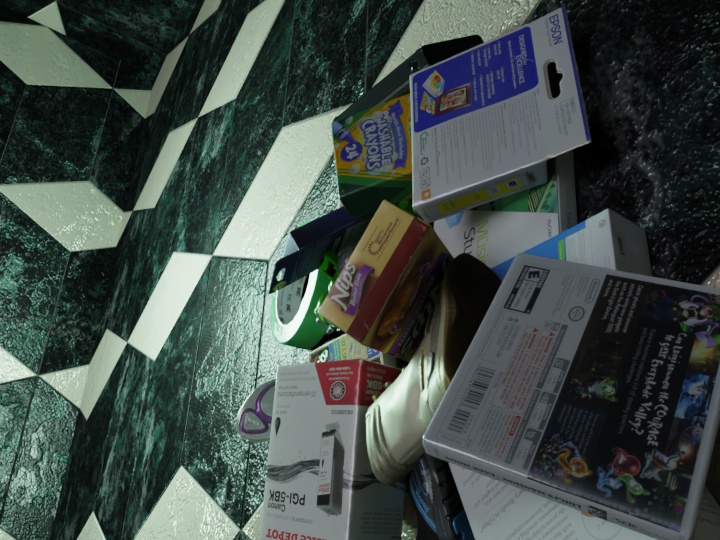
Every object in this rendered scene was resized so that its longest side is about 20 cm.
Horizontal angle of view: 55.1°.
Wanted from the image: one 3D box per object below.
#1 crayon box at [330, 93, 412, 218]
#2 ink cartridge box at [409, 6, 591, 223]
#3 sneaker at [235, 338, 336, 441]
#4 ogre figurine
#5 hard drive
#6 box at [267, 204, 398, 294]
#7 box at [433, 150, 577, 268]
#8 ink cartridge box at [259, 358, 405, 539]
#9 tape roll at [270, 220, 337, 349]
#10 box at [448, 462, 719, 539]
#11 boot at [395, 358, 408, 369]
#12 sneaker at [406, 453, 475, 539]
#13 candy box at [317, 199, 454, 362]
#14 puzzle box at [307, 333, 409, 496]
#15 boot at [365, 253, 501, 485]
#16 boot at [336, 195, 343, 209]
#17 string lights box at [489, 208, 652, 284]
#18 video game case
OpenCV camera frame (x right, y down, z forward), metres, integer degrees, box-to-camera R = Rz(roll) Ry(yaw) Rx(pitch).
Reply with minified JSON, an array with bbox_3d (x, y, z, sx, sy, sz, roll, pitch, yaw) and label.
[{"bbox_3d":[0.064,-0.159,0.871,0.196,0.052,0.128,-17,57,14],"label":"crayon box"},{"bbox_3d":[0.148,-0.171,0.764,0.196,0.047,0.201,-15,55,26],"label":"ink cartridge box"},{"bbox_3d":[-0.083,0.174,0.936,0.075,0.198,0.100,51,147,14],"label":"sneaker"},{"bbox_3d":[0.000,0.000,0.906,0.120,0.096,0.204,-35,37,61],"label":"ogre figurine"},{"bbox_3d":[0.064,-0.252,0.956,0.199,0.138,0.033,-27,91,48],"label":"hard drive"},{"bbox_3d":[-0.042,-0.042,0.937,0.033,0.198,0.121,56,157,13],"label":"box"},{"bbox_3d":[0.156,-0.054,0.778,0.199,0.036,0.147,-28,50,49],"label":"box"},{"bbox_3d":[-0.028,0.206,0.744,0.145,0.082,0.205,-12,67,43],"label":"ink cartridge box"},{"bbox_3d":[-0.089,0.023,1.121,0.200,0.047,0.204,-45,37,48],"label":"tape roll"},{"bbox_3d":[0.171,0.177,0.543,0.153,0.105,0.202,-53,33,27],"label":"box"},{"bbox_3d":[0.016,0.178,0.858,0.199,0.068,0.177,28,97,50],"label":"boot"},{"bbox_3d":[0.073,0.193,0.722,0.082,0.072,0.204,-37,49,47],"label":"sneaker"},{"bbox_3d":[0.040,0.020,0.678,0.056,0.200,0.118,31,89,19],"label":"candy box"},{"bbox_3d":[-0.005,0.173,0.813,0.132,0.025,0.204,-30,56,37],"label":"puzzle box"},{"bbox_3d":[0.070,0.088,0.654,0.156,0.071,0.202,-55,10,37],"label":"boot"},{"bbox_3d":[0.037,-0.143,0.982,0.203,0.069,0.146,-63,16,-6],"label":"boot"},{"bbox_3d":[0.178,0.034,0.664,0.199,0.058,0.105,-32,47,49],"label":"string lights box"},{"bbox_3d":[0.165,0.075,0.503,0.179,0.024,0.201,12,50,31],"label":"video game case"}]
